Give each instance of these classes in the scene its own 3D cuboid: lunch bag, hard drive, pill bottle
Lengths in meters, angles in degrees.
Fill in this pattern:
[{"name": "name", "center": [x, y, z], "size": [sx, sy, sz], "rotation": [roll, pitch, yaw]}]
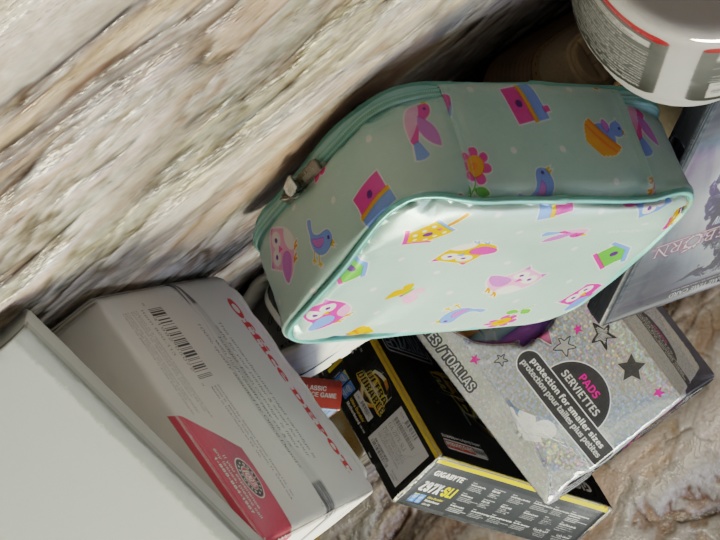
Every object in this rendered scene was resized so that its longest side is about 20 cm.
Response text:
[{"name": "lunch bag", "center": [0.049, -0.027, 1.457], "size": [0.199, 0.077, 0.160], "rotation": [-2, 153, -33]}, {"name": "hard drive", "center": [-0.130, 0.128, 1.337], "size": [0.132, 0.200, 0.026], "rotation": [-39, -160, 16]}, {"name": "pill bottle", "center": [0.149, -0.137, 1.294], "size": [0.114, 0.114, 0.200], "rotation": [-37, 174, -2]}]

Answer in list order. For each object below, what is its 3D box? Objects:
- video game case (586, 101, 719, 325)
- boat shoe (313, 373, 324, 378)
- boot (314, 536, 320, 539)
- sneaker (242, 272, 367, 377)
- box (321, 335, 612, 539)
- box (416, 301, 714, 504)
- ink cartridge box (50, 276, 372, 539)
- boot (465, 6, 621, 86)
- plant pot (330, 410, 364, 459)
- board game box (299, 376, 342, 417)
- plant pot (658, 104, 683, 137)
[{"name": "video game case", "center": [0.207, -0.055, 1.534], "size": [0.143, 0.019, 0.200], "rotation": [-18, 148, -29]}, {"name": "boat shoe", "center": [-0.047, 0.070, 1.883], "size": [0.202, 0.072, 0.060], "rotation": [-39, 175, -48]}, {"name": "boot", "center": [-0.098, 0.115, 1.607], "size": [0.072, 0.155, 0.200], "rotation": [-38, -166, 39]}, {"name": "sneaker", "center": [0.000, 0.000, 1.660], "size": [0.200, 0.076, 0.080], "rotation": [-40, 163, 15]}, {"name": "box", "center": [0.057, 0.089, 1.856], "size": [0.049, 0.160, 0.200], "rotation": [-44, 145, 19]}, {"name": "box", "center": [0.110, 0.026, 1.816], "size": [0.115, 0.200, 0.132], "rotation": [-40, 173, 15]}, {"name": "ink cartridge box", "center": [-0.087, 0.088, 1.464], "size": [0.083, 0.147, 0.200], "rotation": [-38, 173, 14]}, {"name": "boot", "center": [0.112, -0.106, 1.580], "size": [0.200, 0.073, 0.166], "rotation": [-27, 179, -43]}, {"name": "plant pot", "center": [-0.092, 0.132, 1.936], "size": [0.199, 0.028, 0.200], "rotation": [-19, -161, 7]}, {"name": "board game box", "center": [-0.072, 0.077, 1.699], "size": [0.103, 0.020, 0.200], "rotation": [4, 172, -6]}, {"name": "plant pot", "center": [0.268, -0.072, 1.693], "size": [0.188, 0.200, 0.187], "rotation": [-59, 165, -27]}]
